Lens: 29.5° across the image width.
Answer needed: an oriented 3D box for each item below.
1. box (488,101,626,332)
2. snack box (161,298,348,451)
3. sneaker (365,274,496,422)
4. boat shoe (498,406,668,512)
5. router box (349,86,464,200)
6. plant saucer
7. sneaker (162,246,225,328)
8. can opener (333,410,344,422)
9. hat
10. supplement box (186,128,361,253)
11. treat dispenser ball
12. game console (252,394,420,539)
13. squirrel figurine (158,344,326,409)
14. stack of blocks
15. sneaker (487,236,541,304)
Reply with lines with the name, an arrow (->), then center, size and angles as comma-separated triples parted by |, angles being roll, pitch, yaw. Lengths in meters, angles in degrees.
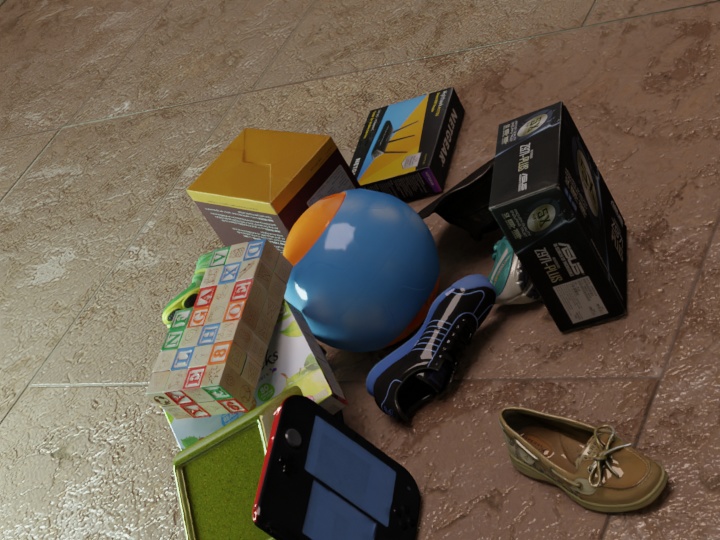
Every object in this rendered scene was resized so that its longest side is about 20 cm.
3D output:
box -> 0.232, -0.060, 1.576 | 0.085, 0.201, 0.165 | -18, 34, 24
snack box -> -0.130, 0.150, 1.616 | 0.199, 0.053, 0.143 | -36, 60, 10
sneaker -> 0.096, 0.095, 1.612 | 0.200, 0.070, 0.078 | -47, 37, -1
boat shoe -> 0.218, 0.188, 1.383 | 0.199, 0.063, 0.073 | 10, 51, 47
router box -> 0.065, -0.179, 2.025 | 0.148, 0.051, 0.201 | -13, 37, 27
plant saucer -> -0.130, 0.252, 1.499 | 0.199, 0.048, 0.202 | -31, 60, 28
sneaker -> -0.212, 0.023, 1.986 | 0.083, 0.075, 0.200 | 13, 44, 46
can opener -> -0.048, 0.220, 1.587 | 0.066, 0.054, 0.201 | -26, 31, 9
hat -> 0.157, -0.087, 1.770 | 0.200, 0.081, 0.201 | -37, 1, 1
supplement box -> -0.095, -0.072, 1.881 | 0.196, 0.201, 0.133 | 11, 52, 48
treat dispenser ball -> 0.000, 0.000, 1.701 | 0.199, 0.202, 0.202 | -23, 33, 16
game console -> -0.019, 0.237, 1.408 | 0.031, 0.199, 0.178 | -39, 25, 31
squirrel figurine -> -0.177, 0.136, 1.773 | 0.188, 0.141, 0.199 | -56, 23, -16
stack of blocks -> -0.162, 0.068, 1.594 | 0.114, 0.059, 0.202 | -10, 50, 35
sneaker -> 0.199, -0.038, 1.700 | 0.079, 0.078, 0.201 | -17, 35, 40
